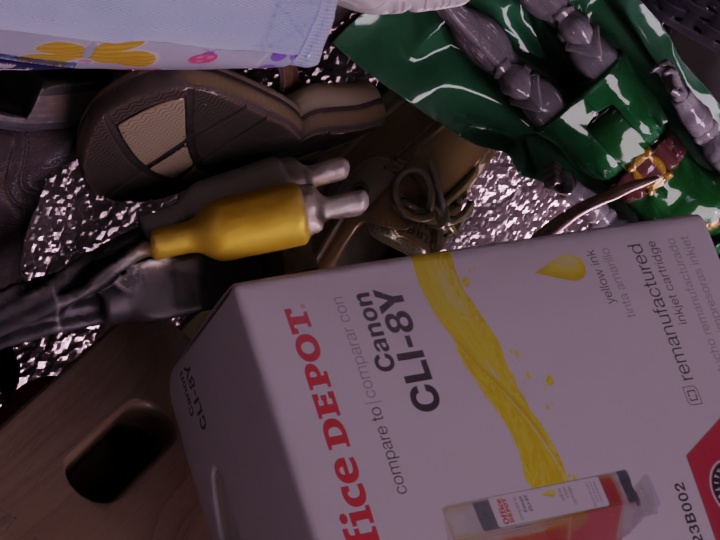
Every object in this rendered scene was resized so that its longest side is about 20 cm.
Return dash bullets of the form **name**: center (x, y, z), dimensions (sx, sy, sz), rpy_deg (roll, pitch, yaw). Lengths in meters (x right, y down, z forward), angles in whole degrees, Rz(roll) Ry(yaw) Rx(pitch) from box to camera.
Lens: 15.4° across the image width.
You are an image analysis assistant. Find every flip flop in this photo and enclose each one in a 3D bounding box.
- **flip flop**: center (-0.049, -0.066, 0.988), dimensions (0.081, 0.058, 0.200), rpy_deg (-20, 177, 23)

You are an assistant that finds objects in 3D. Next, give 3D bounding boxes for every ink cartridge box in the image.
- **ink cartridge box**: center (0.049, 0.071, 0.967), dimensions (0.199, 0.146, 0.083), rpy_deg (-8, 157, -25)

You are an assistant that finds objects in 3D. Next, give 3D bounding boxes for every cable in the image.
- **cable**: center (-0.099, -0.003, 0.949), dimensions (0.199, 0.097, 0.051), rpy_deg (-12, 98, -19)

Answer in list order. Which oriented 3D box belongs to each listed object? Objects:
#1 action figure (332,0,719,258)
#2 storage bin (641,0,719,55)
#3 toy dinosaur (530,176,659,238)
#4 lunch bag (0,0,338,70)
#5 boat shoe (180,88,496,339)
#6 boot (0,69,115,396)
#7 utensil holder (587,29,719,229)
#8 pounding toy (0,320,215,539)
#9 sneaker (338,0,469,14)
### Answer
- **action figure**: center (0.099, -0.060, 1.071), dimensions (0.118, 0.055, 0.200), rpy_deg (-42, 108, 12)
- **storage bin**: center (0.205, -0.163, 1.003), dimensions (0.200, 0.135, 0.094), rpy_deg (-58, 176, -31)
- **toy dinosaur**: center (0.051, 0.032, 1.102), dimensions (0.106, 0.060, 0.200), rpy_deg (-28, 149, -25)
- **lunch bag**: center (-0.122, -0.122, 0.761), dimensions (0.169, 0.200, 0.128), rpy_deg (-1, 127, -44)
- **boat shoe**: center (-0.002, 0.000, 1.112), dimensions (0.201, 0.063, 0.073), rpy_deg (-46, 144, 4)
- **boot**: center (-0.178, -0.005, 0.936), dimensions (0.199, 0.069, 0.175), rpy_deg (-3, 128, -44)
- **utensil holder**: center (0.209, -0.072, 1.157), dimensions (0.169, 0.170, 0.201), rpy_deg (-6, 132, -40)
- **pounding toy**: center (-0.134, 0.111, 0.997), dimensions (0.184, 0.142, 0.200), rpy_deg (-54, 174, 35)
- **sneaker**: center (-0.039, -0.135, 0.952), dimensions (0.199, 0.076, 0.088), rpy_deg (-14, 118, -37)
